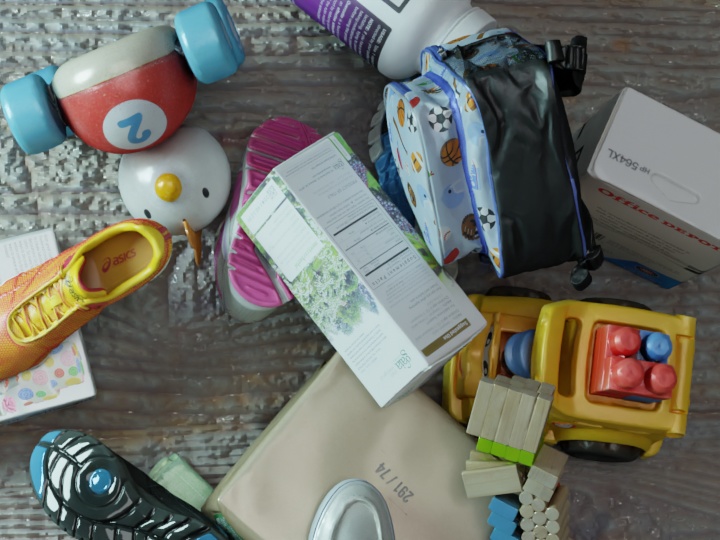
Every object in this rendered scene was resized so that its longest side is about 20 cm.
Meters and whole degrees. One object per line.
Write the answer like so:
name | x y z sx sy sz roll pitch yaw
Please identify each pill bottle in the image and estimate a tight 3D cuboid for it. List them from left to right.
pill bottle | 0.016 -0.241 1.485 0.200 0.113 0.113 40 77 11

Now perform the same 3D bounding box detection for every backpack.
backpack | 0.101 -0.098 1.371 0.153 0.191 0.201 -7 111 -1

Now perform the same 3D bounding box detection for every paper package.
paper package | 0.004 0.189 1.424 0.200 0.103 0.191 41 71 -2

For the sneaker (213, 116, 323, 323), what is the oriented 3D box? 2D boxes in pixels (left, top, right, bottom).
sneaker | -0.083 -0.042 1.471 0.081 0.088 0.201 25 55 -13

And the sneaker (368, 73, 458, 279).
sneaker | 0.057 -0.075 1.510 0.075 0.087 0.201 -13 60 33

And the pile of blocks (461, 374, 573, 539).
pile of blocks | 0.131 0.171 1.382 0.082 0.062 0.201 -7 103 19

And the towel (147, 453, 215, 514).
towel | -0.170 0.272 1.435 0.153 0.023 0.200 45 76 -1

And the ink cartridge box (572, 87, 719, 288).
ink cartridge box | 0.241 -0.064 1.461 0.145 0.200 0.085 26 77 -4

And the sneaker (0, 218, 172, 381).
sneaker | -0.240 0.019 1.374 0.200 0.077 0.073 -37 89 2

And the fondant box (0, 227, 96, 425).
fondant box | -0.329 0.061 1.427 0.199 0.058 0.145 -15 83 -10

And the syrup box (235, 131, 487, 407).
syrup box | 0.000 0.000 1.384 0.081 0.079 0.200 -34 82 -40

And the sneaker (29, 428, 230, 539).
sneaker | -0.181 0.201 1.401 0.199 0.082 0.073 34 86 15

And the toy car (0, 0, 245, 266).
toy car | -0.164 -0.096 1.429 0.183 0.177 0.201 -22 100 3

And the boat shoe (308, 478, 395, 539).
boat shoe | -0.007 0.252 1.306 0.074 0.086 0.203 14 71 -10

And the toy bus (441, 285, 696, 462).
toy bus | 0.180 0.080 1.435 0.199 0.192 0.137 9 81 -6
